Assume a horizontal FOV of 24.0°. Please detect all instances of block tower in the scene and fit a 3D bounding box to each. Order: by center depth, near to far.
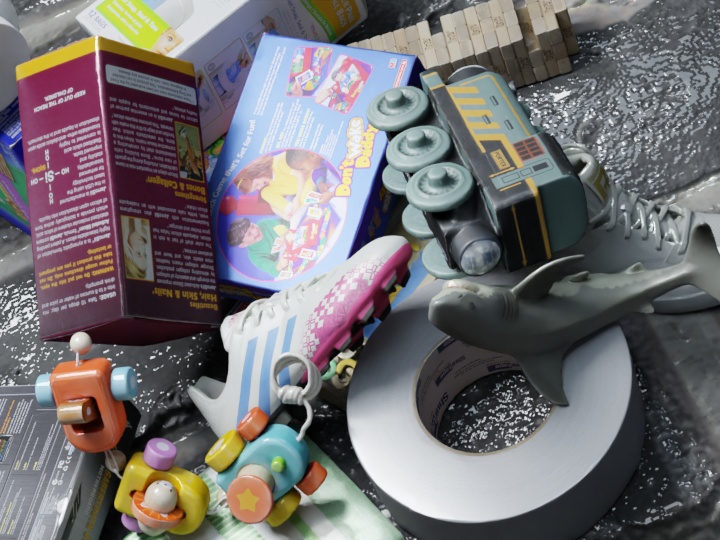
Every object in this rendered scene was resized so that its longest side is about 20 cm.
[{"bbox_3d":[0.075,-0.170,1.368,0.198,0.058,0.054,-18,51,9],"label":"block tower"}]

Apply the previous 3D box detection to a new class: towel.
[{"bbox_3d":[-0.089,0.205,1.182,0.199,0.023,0.152,-39,53,-11],"label":"towel"}]

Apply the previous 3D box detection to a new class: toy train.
[{"bbox_3d":[-0.123,0.118,1.148,0.197,0.152,0.056,-2,24,12],"label":"toy train"},{"bbox_3d":[0.077,-0.071,1.156,0.113,0.086,0.201,-18,38,-4],"label":"toy train"}]

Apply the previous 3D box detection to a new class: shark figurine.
[{"bbox_3d":[0.145,0.039,1.113,0.212,0.128,0.091,-9,77,-8],"label":"shark figurine"}]

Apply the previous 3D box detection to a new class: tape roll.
[{"bbox_3d":[0.093,0.096,1.164,0.198,0.066,0.202,-10,54,14],"label":"tape roll"}]

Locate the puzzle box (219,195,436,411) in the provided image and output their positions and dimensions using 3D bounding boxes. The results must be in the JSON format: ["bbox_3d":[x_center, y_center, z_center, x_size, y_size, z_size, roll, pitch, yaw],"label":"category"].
[{"bbox_3d":[0.000,0.000,1.293,0.132,0.026,0.201,25,68,33],"label":"puzzle box"}]

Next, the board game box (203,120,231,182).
[{"bbox_3d":[-0.116,-0.113,1.404,0.133,0.045,0.201,-28,51,-1],"label":"board game box"}]

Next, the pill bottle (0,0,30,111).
[{"bbox_3d":[-0.333,-0.191,1.279,0.112,0.113,0.200,-42,52,-13],"label":"pill bottle"}]

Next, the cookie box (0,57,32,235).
[{"bbox_3d":[-0.284,-0.107,1.382,0.199,0.172,0.075,32,67,35],"label":"cookie box"}]

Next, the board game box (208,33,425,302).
[{"bbox_3d":[-0.040,-0.072,1.278,0.133,0.045,0.202,12,73,25],"label":"board game box"}]

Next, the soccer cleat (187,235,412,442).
[{"bbox_3d":[-0.047,0.040,1.173,0.086,0.070,0.201,42,108,10],"label":"soccer cleat"}]

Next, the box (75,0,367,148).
[{"bbox_3d":[-0.109,-0.205,1.372,0.199,0.102,0.112,-39,53,-10],"label":"box"}]

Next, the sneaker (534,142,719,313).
[{"bbox_3d":[0.186,-0.032,1.191,0.197,0.116,0.074,0,53,18],"label":"sneaker"}]

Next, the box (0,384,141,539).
[{"bbox_3d":[-0.260,0.180,1.228,0.157,0.048,0.202,-5,53,30],"label":"box"}]

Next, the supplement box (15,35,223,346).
[{"bbox_3d":[-0.173,-0.052,1.215,0.085,0.110,0.203,-14,78,33],"label":"supplement box"}]
